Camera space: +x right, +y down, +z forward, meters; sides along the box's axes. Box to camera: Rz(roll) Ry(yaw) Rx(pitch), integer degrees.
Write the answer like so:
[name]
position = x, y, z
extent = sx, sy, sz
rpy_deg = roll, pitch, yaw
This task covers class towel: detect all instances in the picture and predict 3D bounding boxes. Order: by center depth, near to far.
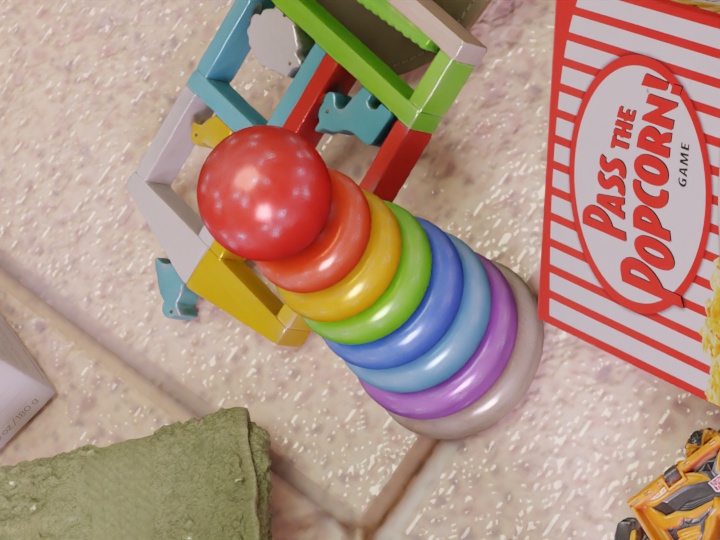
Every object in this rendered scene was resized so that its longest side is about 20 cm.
[towel]
position = -0.104, 0.153, 1.144
extent = 0.148, 0.037, 0.200
rpy_deg = -14, 46, 9

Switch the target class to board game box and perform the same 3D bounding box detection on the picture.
[board game box]
position = 0.143, -0.029, 1.029
extent = 0.200, 0.046, 0.152
rpy_deg = 26, 118, 59

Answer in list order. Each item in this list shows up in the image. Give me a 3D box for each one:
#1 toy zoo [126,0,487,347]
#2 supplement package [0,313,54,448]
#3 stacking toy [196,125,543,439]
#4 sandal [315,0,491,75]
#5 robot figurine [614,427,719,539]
[toy zoo]
position = -0.037, -0.057, 1.226
extent = 0.131, 0.020, 0.200
rpy_deg = 44, 111, 34
[supplement package]
position = -0.267, 0.029, 1.242
extent = 0.121, 0.200, 0.120
rpy_deg = -45, 52, 6
[stacking toy]
position = 0.000, 0.000, 1.091
extent = 0.085, 0.200, 0.086
rpy_deg = -13, 61, 26
[sandal]
position = 0.055, -0.167, 1.227
extent = 0.078, 0.070, 0.212
rpy_deg = 49, 129, 4
[robot figurine]
position = 0.178, 0.132, 1.007
extent = 0.145, 0.058, 0.200
rpy_deg = -39, 53, 8
